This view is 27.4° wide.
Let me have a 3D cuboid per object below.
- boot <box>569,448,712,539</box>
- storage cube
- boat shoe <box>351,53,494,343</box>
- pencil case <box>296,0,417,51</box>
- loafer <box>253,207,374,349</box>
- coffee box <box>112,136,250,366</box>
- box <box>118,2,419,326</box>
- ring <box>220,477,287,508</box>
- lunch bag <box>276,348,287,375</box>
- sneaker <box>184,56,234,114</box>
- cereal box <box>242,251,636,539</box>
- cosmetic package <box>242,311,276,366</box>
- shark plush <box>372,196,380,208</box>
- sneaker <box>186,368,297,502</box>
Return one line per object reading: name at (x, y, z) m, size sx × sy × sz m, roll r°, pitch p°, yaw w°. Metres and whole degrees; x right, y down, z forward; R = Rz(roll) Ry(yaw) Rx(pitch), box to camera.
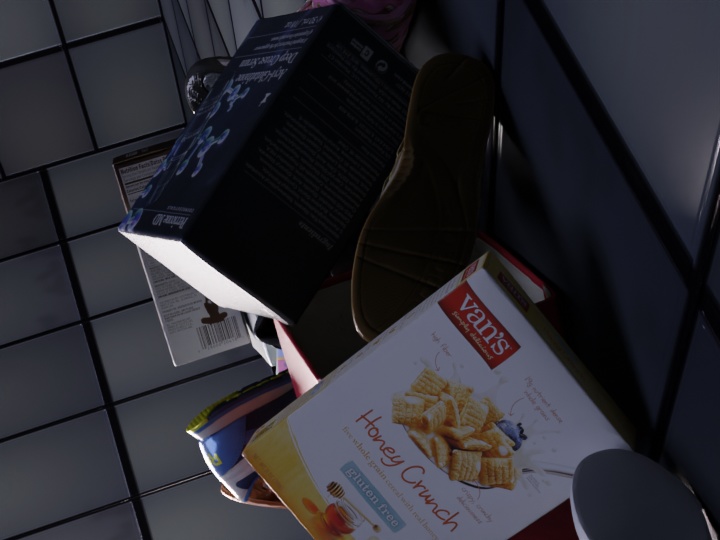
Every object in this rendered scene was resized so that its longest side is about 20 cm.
boot at (0.169, 0.195, 0.798) m, size 0.200 × 0.073 × 0.096 m, roll -118°, pitch 20°, yaw -47°
storage cube at (0.053, 0.098, 1.040) m, size 0.200 × 0.170 × 0.181 m, roll -133°, pitch 25°, yaw -69°
boat shoe at (0.046, -0.038, 0.955) m, size 0.066 × 0.073 × 0.201 m, roll 75°, pitch -147°, yaw -71°
pencil case at (-0.004, -0.198, 1.115) m, size 0.200 × 0.086 × 0.083 m, roll 129°, pitch 154°, yaw -79°
loafer at (0.000, 0.000, 1.138) m, size 0.068 × 0.200 × 0.070 m, roll 56°, pitch -158°, yaw 6°
coffee box at (-0.174, -0.022, 1.431) m, size 0.114 × 0.079 × 0.201 m, roll -144°, pitch 37°, yaw -78°
box at (-0.061, -0.077, 1.062) m, size 0.107 × 0.201 × 0.148 m, roll 37°, pitch 168°, yaw -24°
ring at (-0.017, 0.172, 1.234) m, size 0.200 × 0.199 × 0.019 m, roll -173°, pitch 81°, yaw -81°
lunch bag at (0.000, 0.061, 1.278) m, size 0.077 × 0.160 × 0.202 m, roll 11°, pitch 105°, yaw 36°
sneaker at (-0.060, -0.155, 1.250) m, size 0.075 × 0.199 × 0.116 m, roll -57°, pitch 30°, yaw 33°
cereal box at (0.046, 0.104, 0.894) m, size 0.144 × 0.200 × 0.040 m, roll 49°, pitch -158°, yaw -5°
cosmetic package at (-0.047, -0.035, 1.419) m, size 0.166 × 0.166 × 0.201 m, roll -168°, pitch 60°, yaw -81°
shark plush at (-0.046, -0.059, 1.321) m, size 0.084 × 0.200 × 0.091 m, roll 56°, pitch -165°, yaw 13°
sneaker at (-0.033, 0.112, 1.157) m, size 0.074 × 0.199 × 0.083 m, roll -178°, pitch 64°, yaw -87°
